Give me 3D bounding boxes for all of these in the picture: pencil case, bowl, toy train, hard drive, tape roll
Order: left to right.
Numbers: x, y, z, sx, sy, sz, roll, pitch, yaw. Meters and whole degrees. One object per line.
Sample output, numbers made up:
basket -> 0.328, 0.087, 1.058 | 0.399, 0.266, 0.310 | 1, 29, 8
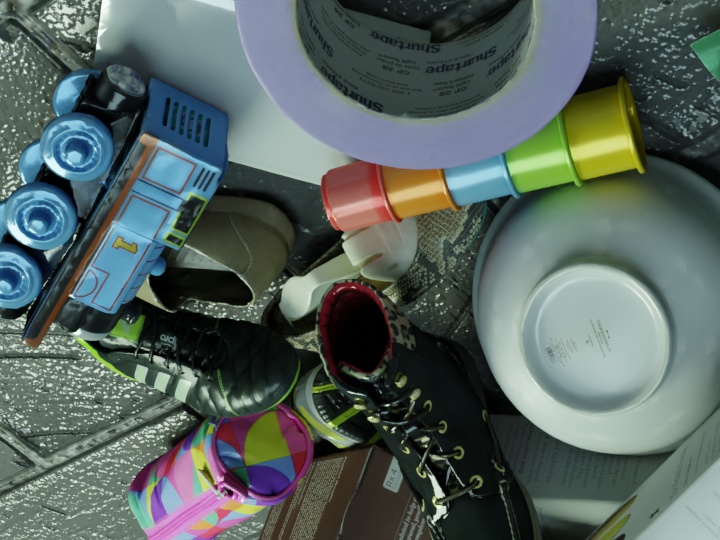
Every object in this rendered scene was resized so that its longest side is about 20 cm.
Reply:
toy train -> -0.166, -0.035, 1.126 | 0.113, 0.087, 0.201 | 26, 119, -15
pencil case -> -0.108, 0.155, 1.335 | 0.088, 0.089, 0.200 | 25, 152, -14
hard drive -> -0.067, -0.120, 1.119 | 0.198, 0.027, 0.133 | 15, 136, -3
tape roll -> 0.033, -0.162, 0.993 | 0.198, 0.085, 0.201 | 3, 128, 4
bowl -> 0.154, 0.032, 1.113 | 0.199, 0.090, 0.203 | 5, 104, 19

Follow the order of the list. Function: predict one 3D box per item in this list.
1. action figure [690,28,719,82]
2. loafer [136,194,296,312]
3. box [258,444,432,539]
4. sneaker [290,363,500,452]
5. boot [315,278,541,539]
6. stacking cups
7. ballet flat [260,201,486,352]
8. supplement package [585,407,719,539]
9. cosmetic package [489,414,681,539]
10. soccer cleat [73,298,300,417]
action figure -> 0.292, -0.085, 1.060 | 0.117, 0.055, 0.200 | -21, 131, 26
loafer -> -0.145, -0.015, 1.213 | 0.198, 0.068, 0.076 | 0, 135, 12
box -> -0.012, 0.192, 1.315 | 0.074, 0.101, 0.200 | 25, 164, -12
sneaker -> 0.038, 0.118, 1.321 | 0.199, 0.076, 0.076 | 32, 162, -22
boot -> 0.040, 0.111, 1.137 | 0.073, 0.205, 0.154 | -27, 147, 16
stacking cups -> 0.075, -0.066, 1.106 | 0.198, 0.061, 0.061 | -13, 131, 18
ballet flat -> 0.000, 0.000, 1.188 | 0.075, 0.068, 0.200 | -1, 153, -42
supplement package -> 0.193, 0.193, 1.075 | 0.109, 0.114, 0.200 | 42, 109, 2
cosmetic package -> 0.163, 0.155, 1.219 | 0.198, 0.075, 0.102 | -1, 140, 23
soccer cleat -> -0.129, 0.055, 1.236 | 0.199, 0.068, 0.081 | 10, 165, 40
